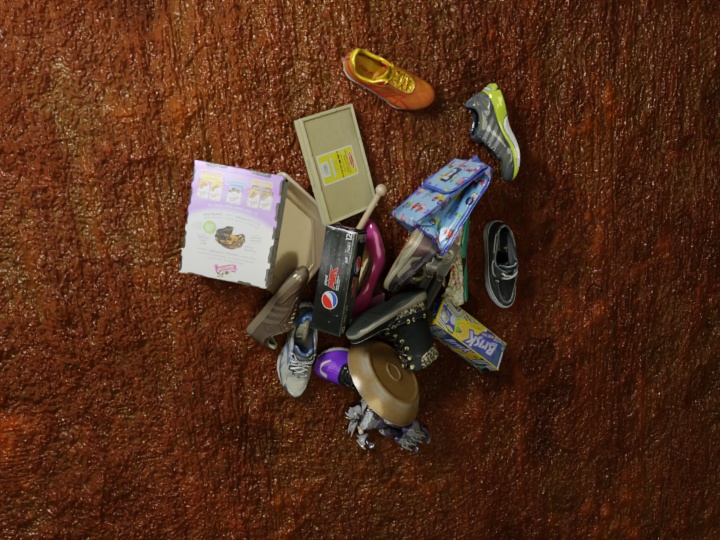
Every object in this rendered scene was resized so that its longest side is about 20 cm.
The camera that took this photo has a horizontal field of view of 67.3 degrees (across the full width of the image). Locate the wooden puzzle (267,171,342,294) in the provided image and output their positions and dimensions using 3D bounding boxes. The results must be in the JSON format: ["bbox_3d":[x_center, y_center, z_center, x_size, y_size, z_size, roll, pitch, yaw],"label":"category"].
[{"bbox_3d":[-0.151,-0.062,1.076,0.184,0.037,0.201,40,94,-20],"label":"wooden puzzle"}]

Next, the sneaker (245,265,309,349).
[{"bbox_3d":[-0.145,0.075,1.061,0.075,0.071,0.200,40,120,-6],"label":"sneaker"}]

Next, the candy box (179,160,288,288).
[{"bbox_3d":[-0.231,-0.084,0.996,0.163,0.072,0.206,10,94,-2],"label":"candy box"}]

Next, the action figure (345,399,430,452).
[{"bbox_3d":[0.054,0.343,1.201,0.196,0.070,0.132,22,120,-15],"label":"action figure"}]

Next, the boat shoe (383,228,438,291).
[{"bbox_3d":[0.097,-0.004,1.057,0.064,0.201,0.072,34,58,6],"label":"boat shoe"}]

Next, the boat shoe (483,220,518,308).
[{"bbox_3d":[0.319,-0.008,1.199,0.070,0.068,0.206,-12,106,-12],"label":"boat shoe"}]

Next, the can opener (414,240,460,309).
[{"bbox_3d":[0.149,0.011,1.158,0.052,0.067,0.203,18,117,-14],"label":"can opener"}]

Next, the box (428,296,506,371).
[{"bbox_3d":[0.230,0.144,1.200,0.198,0.064,0.071,36,64,-21],"label":"box"}]

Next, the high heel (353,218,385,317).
[{"bbox_3d":[0.000,0.000,1.109,0.094,0.067,0.206,-14,109,-23],"label":"high heel"}]

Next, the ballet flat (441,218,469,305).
[{"bbox_3d":[0.201,-0.025,1.167,0.062,0.075,0.206,3,98,18],"label":"ballet flat"}]

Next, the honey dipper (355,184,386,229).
[{"bbox_3d":[-0.004,-0.084,1.074,0.037,0.038,0.203,21,115,-18],"label":"honey dipper"}]

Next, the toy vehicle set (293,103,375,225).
[{"bbox_3d":[-0.045,-0.205,1.048,0.122,0.026,0.205,-23,106,-29],"label":"toy vehicle set"}]

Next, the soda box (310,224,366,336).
[{"bbox_3d":[-0.042,0.017,1.049,0.069,0.063,0.206,13,99,19],"label":"soda box"}]

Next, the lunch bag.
[{"bbox_3d":[0.175,-0.146,1.083,0.094,0.150,0.201,42,90,-20],"label":"lunch bag"}]

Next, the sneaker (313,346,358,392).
[{"bbox_3d":[-0.001,0.223,1.143,0.195,0.100,0.071,16,103,-20],"label":"sneaker"}]

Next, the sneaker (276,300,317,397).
[{"bbox_3d":[-0.127,0.170,1.106,0.075,0.085,0.206,4,102,-16],"label":"sneaker"}]

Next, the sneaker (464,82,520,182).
[{"bbox_3d":[0.274,-0.279,1.132,0.079,0.074,0.204,-22,102,1],"label":"sneaker"}]

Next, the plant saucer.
[{"bbox_3d":[0.059,0.217,1.111,0.199,0.202,0.035,37,118,-20],"label":"plant saucer"}]

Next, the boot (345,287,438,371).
[{"bbox_3d":[0.073,0.142,1.091,0.201,0.073,0.158,-27,107,-31],"label":"boot"}]

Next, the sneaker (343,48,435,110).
[{"bbox_3d":[0.059,-0.362,1.042,0.195,0.077,0.075,15,97,-20],"label":"sneaker"}]
